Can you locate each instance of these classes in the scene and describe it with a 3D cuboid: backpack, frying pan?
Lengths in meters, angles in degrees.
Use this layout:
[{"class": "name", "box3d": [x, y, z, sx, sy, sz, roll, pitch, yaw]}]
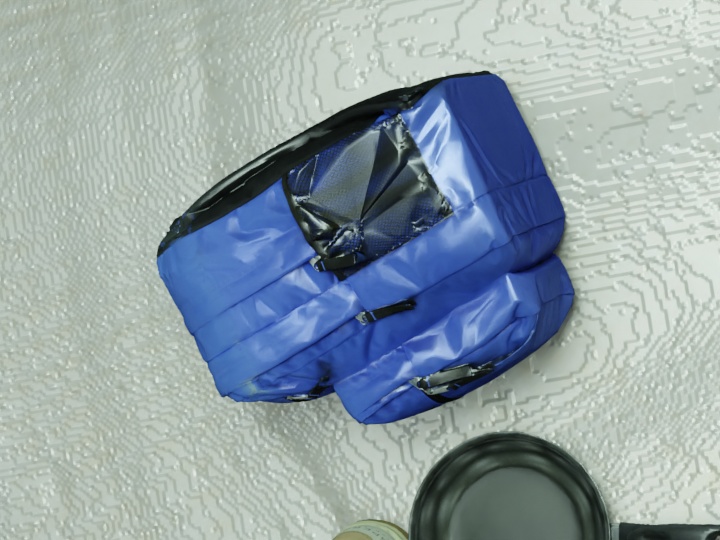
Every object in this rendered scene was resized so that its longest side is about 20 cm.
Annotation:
[{"class": "backpack", "box3d": [0.000, 0.000, 1.466, 0.200, 0.162, 0.168, -26, 83, 17]}, {"class": "frying pan", "box3d": [0.116, 0.131, 1.486, 0.190, 0.031, 0.115, -24, 80, 15]}]

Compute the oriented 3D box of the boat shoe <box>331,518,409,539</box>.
[{"class": "boat shoe", "box3d": [-0.011, 0.239, 1.512, 0.074, 0.066, 0.201, 2, 89, 21]}]
